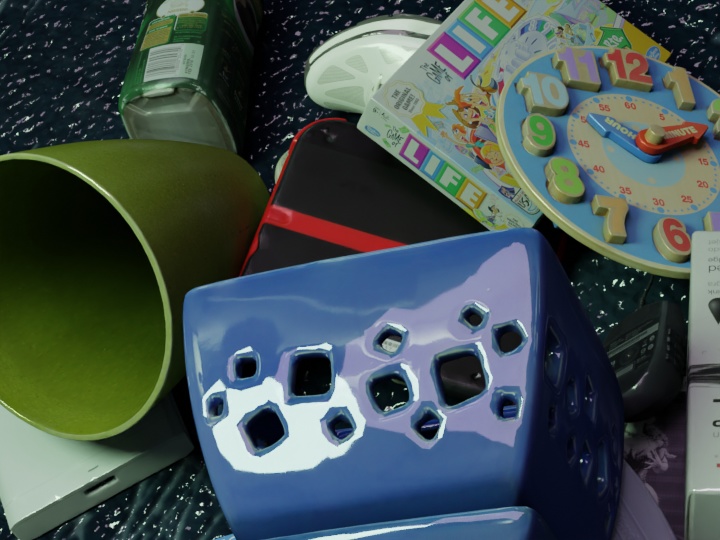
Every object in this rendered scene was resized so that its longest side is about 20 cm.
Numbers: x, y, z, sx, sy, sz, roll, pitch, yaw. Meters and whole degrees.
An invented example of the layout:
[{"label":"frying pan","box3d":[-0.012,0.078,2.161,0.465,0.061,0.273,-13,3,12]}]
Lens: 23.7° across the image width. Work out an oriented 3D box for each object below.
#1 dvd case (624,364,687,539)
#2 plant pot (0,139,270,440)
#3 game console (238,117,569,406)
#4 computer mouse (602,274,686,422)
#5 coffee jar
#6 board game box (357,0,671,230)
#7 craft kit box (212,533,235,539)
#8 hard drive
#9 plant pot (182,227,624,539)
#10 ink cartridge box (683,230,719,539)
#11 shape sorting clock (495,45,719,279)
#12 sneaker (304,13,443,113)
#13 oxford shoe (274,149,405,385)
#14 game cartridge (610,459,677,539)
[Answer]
[{"label":"dvd case","box3d":[0.152,0.140,1.002,0.148,0.016,0.201,-1,52,25]},{"label":"plant pot","box3d":[-0.146,-0.012,1.146,0.186,0.189,0.200,7,21,28]},{"label":"game console","box3d":[0.029,-0.008,1.127,0.199,0.031,0.178,16,61,5]},{"label":"computer mouse","box3d":[0.182,0.025,1.065,0.059,0.034,0.201,-34,23,37]},{"label":"coffee jar","box3d":[-0.128,-0.175,1.336,0.085,0.105,0.201,-7,48,14]},{"label":"board game box","box3d":[0.107,-0.122,1.159,0.134,0.034,0.200,37,55,6]},{"label":"craft kit box","box3d":[-0.112,0.256,0.983,0.199,0.049,0.198,-18,43,17]},{"label":"hard drive","box3d":[-0.205,0.081,1.202,0.131,0.026,0.200,-28,47,-2]},{"label":"plant pot","box3d":[0.029,0.114,0.892,0.199,0.200,0.181,-10,56,16]},{"label":"ink cartridge box","box3d":[0.250,0.074,0.939,0.143,0.085,0.201,1,43,11]},{"label":"shape sorting clock","box3d":[0.181,-0.074,1.093,0.199,0.039,0.201,12,42,-11]},{"label":"sneaker","box3d":[0.046,-0.120,1.231,0.199,0.076,0.116,-3,49,18]},{"label":"oxford shoe","box3d":[0.000,0.000,1.166,0.075,0.058,0.201,-19,57,-24]},{"label":"game cartridge","box3d":[0.111,0.168,0.961,0.133,0.041,0.200,-30,46,3]}]
